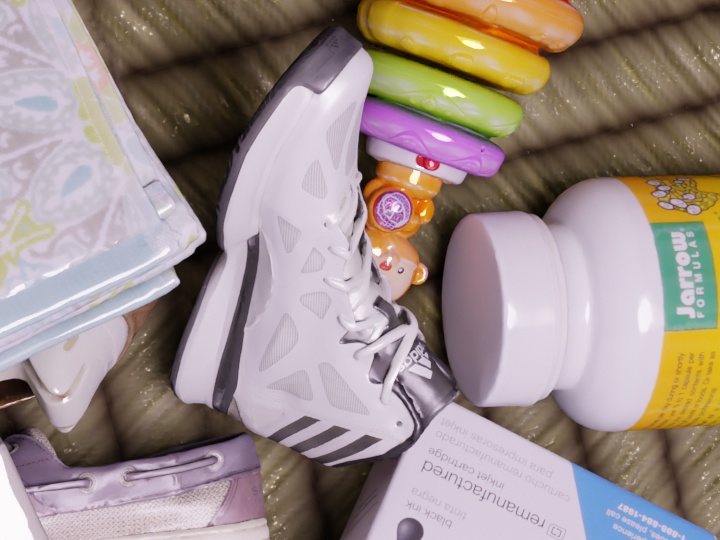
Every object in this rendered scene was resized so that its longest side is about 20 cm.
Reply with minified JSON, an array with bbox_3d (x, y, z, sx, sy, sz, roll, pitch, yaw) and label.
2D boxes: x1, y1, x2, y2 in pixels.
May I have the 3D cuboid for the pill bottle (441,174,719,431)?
[{"bbox_3d":[0.142,0.013,1.033,0.200,0.113,0.113,-2,97,-17],"label":"pill bottle"}]

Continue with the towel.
[{"bbox_3d":[-0.184,-0.035,0.932,0.200,0.048,0.171,-25,76,-14],"label":"towel"}]

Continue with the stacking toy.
[{"bbox_3d":[0.033,-0.079,0.993,0.116,0.110,0.200,19,93,-18],"label":"stacking toy"}]

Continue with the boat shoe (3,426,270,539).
[{"bbox_3d":[-0.137,0.098,0.980,0.200,0.072,0.065,-1,84,-11],"label":"boat shoe"}]

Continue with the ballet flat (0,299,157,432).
[{"bbox_3d":[-0.157,0.043,0.959,0.200,0.072,0.068,-21,141,-14],"label":"ballet flat"}]

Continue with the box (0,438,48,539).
[{"bbox_3d":[-0.150,0.164,0.873,0.109,0.128,0.200,-25,103,-14],"label":"box"}]

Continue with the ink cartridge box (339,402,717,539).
[{"bbox_3d":[0.045,0.177,0.980,0.144,0.084,0.200,27,61,-3],"label":"ink cartridge box"}]

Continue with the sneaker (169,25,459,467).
[{"bbox_3d":[0.000,0.000,0.950,0.115,0.076,0.201,28,132,10],"label":"sneaker"}]
